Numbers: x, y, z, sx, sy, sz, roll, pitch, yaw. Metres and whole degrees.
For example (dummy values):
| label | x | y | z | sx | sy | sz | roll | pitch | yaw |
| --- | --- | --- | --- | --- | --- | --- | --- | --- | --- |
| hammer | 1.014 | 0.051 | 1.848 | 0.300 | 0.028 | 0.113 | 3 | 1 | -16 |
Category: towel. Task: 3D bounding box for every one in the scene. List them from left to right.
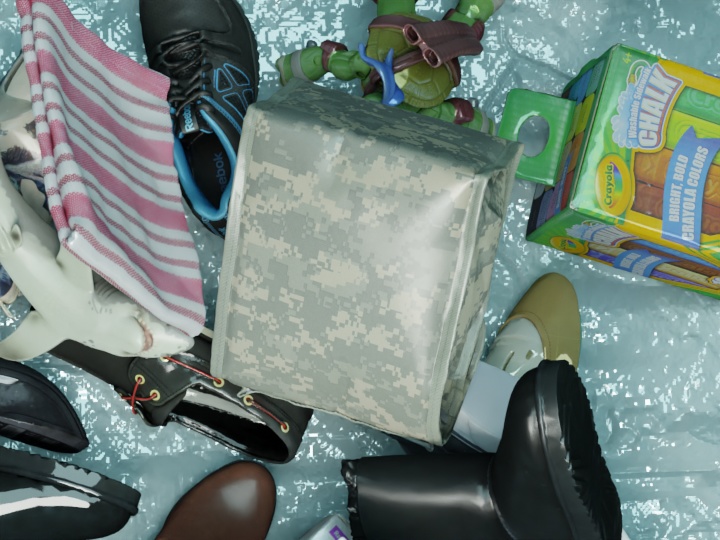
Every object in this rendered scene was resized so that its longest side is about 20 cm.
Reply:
| label | x | y | z | sx | sy | sz | roll | pitch | yaw |
| --- | --- | --- | --- | --- | --- | --- | --- | --- | --- |
| towel | -0.151 | -0.069 | 1.560 | 0.030 | 0.146 | 0.200 | -26 | 57 | 19 |

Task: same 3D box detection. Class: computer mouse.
| label | x | y | z | sx | sy | sz | roll | pitch | yaw |
| --- | --- | --- | --- | --- | --- | --- | --- | --- | --- |
| computer mouse | -0.261 | 0.064 | 1.608 | 0.200 | 0.140 | 0.046 | 18 | 76 | -8 |

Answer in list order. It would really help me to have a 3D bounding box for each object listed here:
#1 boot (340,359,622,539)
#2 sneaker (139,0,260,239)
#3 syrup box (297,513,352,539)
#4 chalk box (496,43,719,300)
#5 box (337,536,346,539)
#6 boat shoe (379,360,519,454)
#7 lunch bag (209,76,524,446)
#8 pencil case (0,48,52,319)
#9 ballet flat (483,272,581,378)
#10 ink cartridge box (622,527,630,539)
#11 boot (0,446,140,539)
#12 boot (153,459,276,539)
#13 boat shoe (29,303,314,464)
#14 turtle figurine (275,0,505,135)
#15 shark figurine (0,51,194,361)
| label | x | y | z | sx | sy | sz | roll | pitch | yaw |
| --- | --- | --- | --- | --- | --- | --- | --- | --- | --- |
| boot | 0.067 | 0.128 | 1.556 | 0.162 | 0.198 | 0.073 | -2 | 53 | 16 |
| sneaker | -0.104 | -0.119 | 1.690 | 0.073 | 0.082 | 0.200 | -19 | 83 | 12 |
| syrup box | -0.066 | 0.253 | 1.648 | 0.200 | 0.079 | 0.081 | -41 | 90 | -14 |
| chalk box | 0.192 | -0.071 | 1.727 | 0.200 | 0.124 | 0.125 | 17 | 78 | -8 |
| box | -0.044 | 0.272 | 1.524 | 0.200 | 0.113 | 0.101 | -41 | 71 | -3 |
| boat shoe | 0.053 | 0.097 | 1.668 | 0.200 | 0.068 | 0.072 | 25 | 31 | 23 |
| lunch bag | 0.000 | 0.000 | 1.596 | 0.164 | 0.118 | 0.200 | 16 | 109 | 12 |
| pencil case | -0.222 | -0.069 | 1.669 | 0.089 | 0.078 | 0.200 | 34 | 76 | -17 |
| ballet flat | 0.107 | 0.095 | 1.708 | 0.063 | 0.069 | 0.200 | 15 | 77 | -39 |
| ink cartridge box | 0.109 | 0.264 | 1.656 | 0.200 | 0.086 | 0.148 | -39 | 113 | -13 |
| boot | -0.254 | 0.192 | 1.616 | 0.198 | 0.073 | 0.163 | 14 | 76 | -2 |
| boot | -0.109 | 0.188 | 1.587 | 0.188 | 0.200 | 0.069 | -42 | 90 | -14 |
| boat shoe | -0.126 | 0.068 | 1.665 | 0.201 | 0.074 | 0.063 | 22 | 59 | -11 |
| turtle figurine | 0.022 | -0.130 | 1.729 | 0.144 | 0.200 | 0.194 | 9 | 52 | 19 |
| shark figurine | -0.199 | -0.031 | 1.611 | 0.128 | 0.090 | 0.215 | -22 | 105 | 28 |
